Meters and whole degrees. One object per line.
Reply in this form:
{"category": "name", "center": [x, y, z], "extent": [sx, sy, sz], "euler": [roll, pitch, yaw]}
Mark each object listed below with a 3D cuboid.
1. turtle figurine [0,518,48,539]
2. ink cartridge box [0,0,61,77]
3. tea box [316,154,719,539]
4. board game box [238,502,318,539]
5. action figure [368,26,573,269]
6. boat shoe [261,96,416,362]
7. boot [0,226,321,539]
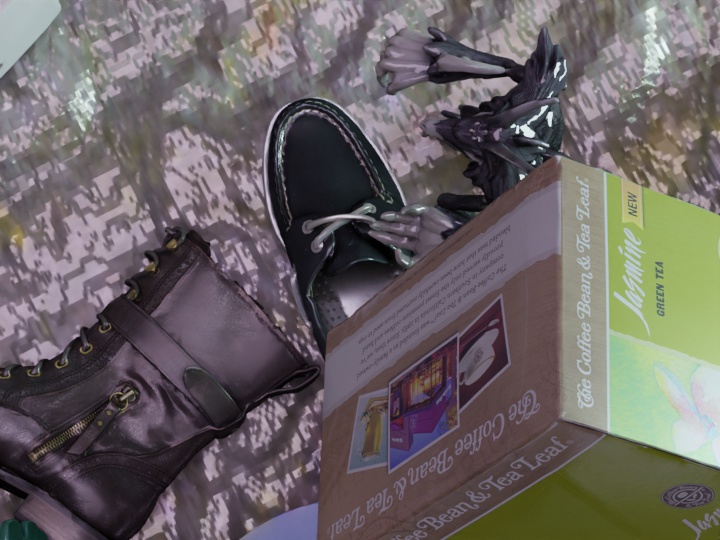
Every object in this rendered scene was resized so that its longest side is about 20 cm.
{"category": "turtle figurine", "center": [-0.255, 0.177, 1.143], "extent": [0.200, 0.150, 0.101], "euler": [-17, 112, 32]}
{"category": "ink cartridge box", "center": [-0.277, -0.161, 1.195], "extent": [0.200, 0.085, 0.146], "euler": [42, 85, 3]}
{"category": "tea box", "center": [0.111, 0.072, 1.048], "extent": [0.197, 0.200, 0.134], "euler": [18, 56, -26]}
{"category": "board game box", "center": [-0.002, 0.218, 1.174], "extent": [0.158, 0.039, 0.200], "euler": [-7, 80, 6]}
{"category": "action figure", "center": [0.053, -0.054, 1.122], "extent": [0.102, 0.200, 0.119], "euler": [7, 83, 3]}
{"category": "boat shoe", "center": [0.000, 0.000, 1.186], "extent": [0.076, 0.060, 0.200], "euler": [-22, 84, -3]}
{"category": "boot", "center": [-0.143, 0.045, 1.187], "extent": [0.200, 0.069, 0.174], "euler": [39, 80, 0]}
